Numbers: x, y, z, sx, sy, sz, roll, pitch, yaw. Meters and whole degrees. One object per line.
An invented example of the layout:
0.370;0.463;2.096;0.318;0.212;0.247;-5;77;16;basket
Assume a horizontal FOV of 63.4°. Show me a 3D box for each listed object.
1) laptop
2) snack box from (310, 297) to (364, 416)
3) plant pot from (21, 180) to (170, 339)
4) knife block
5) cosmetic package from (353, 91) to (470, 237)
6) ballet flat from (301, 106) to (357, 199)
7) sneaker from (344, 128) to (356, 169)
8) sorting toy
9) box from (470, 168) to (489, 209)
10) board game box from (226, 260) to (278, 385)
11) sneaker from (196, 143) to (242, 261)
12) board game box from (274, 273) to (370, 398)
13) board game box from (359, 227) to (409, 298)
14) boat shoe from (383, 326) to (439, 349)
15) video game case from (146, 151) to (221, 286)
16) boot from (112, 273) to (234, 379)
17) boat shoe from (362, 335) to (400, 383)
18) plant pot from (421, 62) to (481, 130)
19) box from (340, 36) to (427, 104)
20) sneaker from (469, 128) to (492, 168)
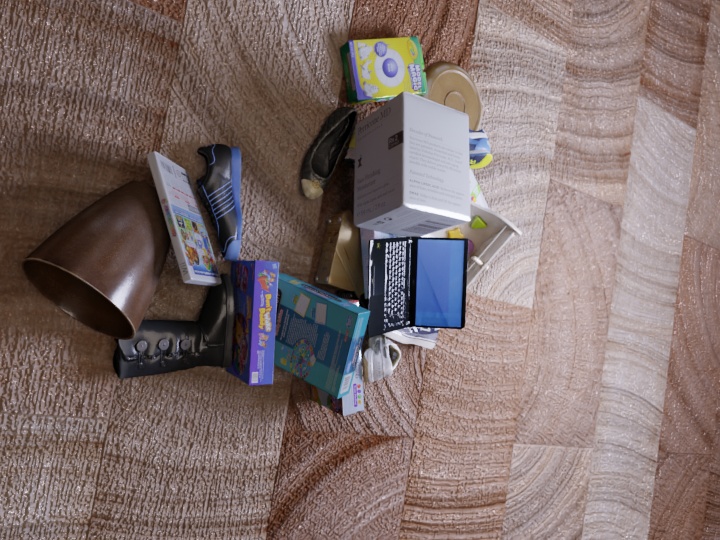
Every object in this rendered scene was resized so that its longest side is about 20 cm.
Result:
0.110;0.031;1.107;0.197;0.101;0.184;-7;100;-48;laptop
-0.051;0.157;1.113;0.051;0.141;0.208;-4;92;-28;snack box
-0.376;-0.033;0.903;0.186;0.184;0.204;42;54;-25;plant pot
0.000;0.000;1.188;0.171;0.063;0.207;16;82;-32;knife block
0.094;-0.185;1.081;0.161;0.163;0.208;7;77;-33;cosmetic package
-0.064;-0.235;1.144;0.065;0.056;0.206;28;77;-28;ballet flat
0.059;-0.242;1.203;0.196;0.077;0.094;11;83;-39;sneaker
0.197;-0.069;1.210;0.178;0.107;0.201;37;103;-18;sorting toy
0.239;-0.101;1.322;0.157;0.040;0.202;-50;122;-28;box
-0.193;0.086;1.028;0.043;0.133;0.208;3;90;-30;board game box
-0.251;-0.119;1.031;0.075;0.070;0.208;-1;89;-21;sneaker
-0.091;0.112;1.041;0.046;0.195;0.156;-4;112;-60;board game box
0.077;-0.046;1.198;0.196;0.042;0.208;5;79;-50;board game box
0.105;0.102;1.230;0.197;0.074;0.095;19;94;-50;boat shoe
-0.283;-0.077;0.946;0.017;0.143;0.206;-18;85;3;video game case
-0.318;0.091;0.997;0.194;0.065;0.172;0;90;-27;boot
0.047;0.171;1.151;0.067;0.200;0.074;-3;102;7;boat shoe
0.209;-0.373;1.329;0.194;0.027;0.208;-1;91;-31;plant pot
0.060;-0.419;1.217;0.195;0.048;0.122;-15;99;-28;box
0.191;-0.277;1.276;0.192;0.074;0.085;4;73;-7;sneaker
